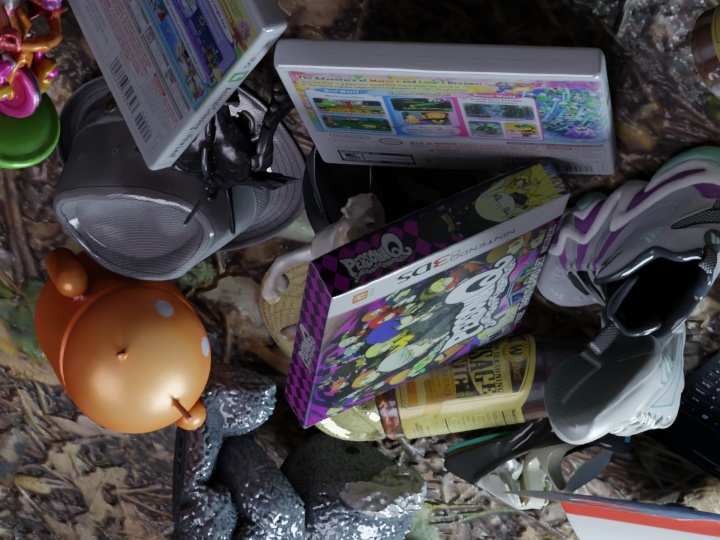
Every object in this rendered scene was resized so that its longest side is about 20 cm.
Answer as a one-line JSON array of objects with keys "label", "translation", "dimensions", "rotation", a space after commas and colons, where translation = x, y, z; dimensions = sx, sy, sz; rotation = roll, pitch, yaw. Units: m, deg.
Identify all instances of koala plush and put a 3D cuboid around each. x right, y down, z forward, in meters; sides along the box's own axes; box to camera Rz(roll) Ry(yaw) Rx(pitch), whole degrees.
[{"label": "koala plush", "translation": [-0.048, 0.188, 1.837], "dimensions": [0.200, 0.184, 0.177], "rotation": [5, 156, -8]}]

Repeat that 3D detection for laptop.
[{"label": "laptop", "translation": [0.301, 0.145, 1.620], "dimensions": [0.177, 0.103, 0.200], "rotation": [33, 142, -7]}]

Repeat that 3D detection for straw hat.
[{"label": "straw hat", "translation": [-0.002, 0.081, 1.736], "dimensions": [0.201, 0.085, 0.201], "rotation": [16, 142, 14]}]

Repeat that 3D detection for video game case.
[{"label": "video game case", "translation": [0.041, 0.018, 1.538], "dimensions": [0.036, 0.181, 0.200], "rotation": [59, 160, 22]}, {"label": "video game case", "translation": [0.059, -0.102, 1.450], "dimensions": [0.200, 0.024, 0.182], "rotation": [3, 164, 10]}, {"label": "video game case", "translation": [-0.133, -0.192, 1.459], "dimensions": [0.182, 0.022, 0.200], "rotation": [-43, 68, 51]}]

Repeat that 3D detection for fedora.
[{"label": "fedora", "translation": [-0.146, -0.055, 1.657], "dimensions": [0.200, 0.090, 0.177], "rotation": [0, 135, 30]}]

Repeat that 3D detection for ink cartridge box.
[{"label": "ink cartridge box", "translation": [0.222, 0.196, 1.663], "dimensions": [0.162, 0.050, 0.200], "rotation": [4, 177, 42]}]

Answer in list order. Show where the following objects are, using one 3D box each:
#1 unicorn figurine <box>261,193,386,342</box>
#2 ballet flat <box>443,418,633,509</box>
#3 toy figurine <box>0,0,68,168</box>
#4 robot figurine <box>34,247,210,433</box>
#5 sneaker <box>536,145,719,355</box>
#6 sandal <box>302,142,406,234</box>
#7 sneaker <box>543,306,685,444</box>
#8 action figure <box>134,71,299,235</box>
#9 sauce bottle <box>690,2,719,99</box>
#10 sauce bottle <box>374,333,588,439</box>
[{"label": "unicorn figurine", "translation": [0.000, 0.000, 1.595], "dimensions": [0.137, 0.200, 0.074], "rotation": [-46, 65, 29]}, {"label": "ballet flat", "translation": [0.132, 0.141, 1.729], "dimensions": [0.068, 0.069, 0.200], "rotation": [1, 158, -36]}, {"label": "toy figurine", "translation": [-0.251, -0.189, 1.512], "dimensions": [0.200, 0.150, 0.184], "rotation": [45, 139, 3]}, {"label": "robot figurine", "translation": [-0.179, 0.053, 1.736], "dimensions": [0.116, 0.200, 0.144], "rotation": [-5, 110, -18]}, {"label": "sneaker", "translation": [0.168, 0.008, 1.508], "dimensions": [0.078, 0.140, 0.200], "rotation": [37, 141, -14]}, {"label": "sandal", "translation": [-0.009, -0.069, 1.602], "dimensions": [0.076, 0.043, 0.200], "rotation": [16, 141, 14]}, {"label": "sneaker", "translation": [0.182, 0.079, 1.527], "dimensions": [0.070, 0.200, 0.080], "rotation": [-7, 106, 28]}, {"label": "action figure", "translation": [-0.086, -0.128, 1.533], "dimensions": [0.119, 0.102, 0.200], "rotation": [15, 125, 15]}, {"label": "sauce bottle", "translation": [0.283, -0.156, 1.318], "dimensions": [0.200, 0.065, 0.065], "rotation": [-24, 120, 43]}, {"label": "sauce bottle", "translation": [0.111, 0.078, 1.651], "dimensions": [0.200, 0.066, 0.066], "rotation": [-11, 133, 8]}]
